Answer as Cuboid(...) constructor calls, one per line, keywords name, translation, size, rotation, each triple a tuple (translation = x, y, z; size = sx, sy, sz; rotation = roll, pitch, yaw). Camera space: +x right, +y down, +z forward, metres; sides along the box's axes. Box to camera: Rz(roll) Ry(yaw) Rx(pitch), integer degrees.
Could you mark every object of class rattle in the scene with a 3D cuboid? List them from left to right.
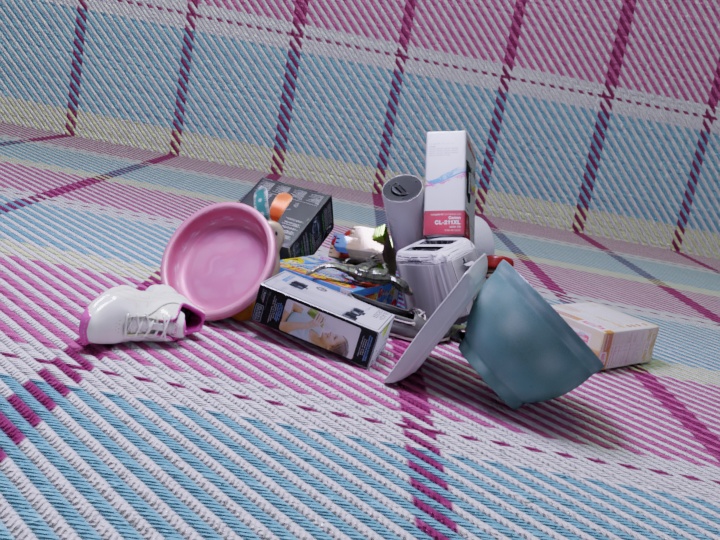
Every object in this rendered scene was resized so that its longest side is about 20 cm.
Cuboid(name="rattle", translation=(-0.172, -0.036, 1.322), size=(0.129, 0.201, 0.143), rotation=(37, 5, -3))

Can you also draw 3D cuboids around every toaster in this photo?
Cuboid(name="toaster", translation=(0.142, 0.016, 1.447), size=(0.112, 0.132, 0.198), rotation=(-22, 14, -31))

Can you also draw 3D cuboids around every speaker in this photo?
Cuboid(name="speaker", translation=(0.094, -0.084, 1.558), size=(0.079, 0.203, 0.082), rotation=(-8, 43, 7))

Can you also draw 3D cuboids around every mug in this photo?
Cuboid(name="mug", translation=(0.191, -0.049, 1.906), size=(0.172, 0.151, 0.198), rotation=(-7, -1, -36))

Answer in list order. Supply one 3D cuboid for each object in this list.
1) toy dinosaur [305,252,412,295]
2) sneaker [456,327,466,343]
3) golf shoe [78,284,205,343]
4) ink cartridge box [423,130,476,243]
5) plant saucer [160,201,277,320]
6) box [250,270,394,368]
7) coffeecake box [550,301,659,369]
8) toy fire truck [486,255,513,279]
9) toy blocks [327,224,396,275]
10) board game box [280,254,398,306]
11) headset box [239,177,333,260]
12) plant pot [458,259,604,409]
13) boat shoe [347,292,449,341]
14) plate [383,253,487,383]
Cuboid(name="toy dinosaur", translation=(0.000, 0.000, 1.434), size=(0.195, 0.048, 0.088), rotation=(9, 20, -6))
Cuboid(name="sneaker", translation=(0.212, 0.102, 1.363), size=(0.113, 0.078, 0.200), rotation=(6, 13, -9))
Cuboid(name="golf shoe", translation=(-0.291, 0.064, 1.089), size=(0.090, 0.077, 0.199), rotation=(20, 16, 23))
Cuboid(name="ink cartridge box", translation=(0.175, -0.152, 1.550), size=(0.081, 0.205, 0.146), rotation=(0, -9, 16))
Cuboid(name="plant saucer", translation=(-0.221, -0.010, 1.279), size=(0.197, 0.204, 0.051), rotation=(16, -20, 23))
Cuboid(name="box", translation=(-0.055, 0.072, 1.226), size=(0.196, 0.061, 0.117), rotation=(22, 14, 11))
Cuboid(name="coffeecake box", translation=(0.432, 0.118, 1.483), size=(0.197, 0.075, 0.152), rotation=(0, 16, -42))
Cuboid(name="toy fire truck", translation=(0.229, 0.036, 1.634), size=(0.195, 0.115, 0.168), rotation=(9, -10, 2))
Cuboid(name="toy blocks", translation=(-0.003, -0.034, 1.628), size=(0.134, 0.102, 0.201), rotation=(9, -22, 15))
Cuboid(name="board game box", translation=(-0.054, 0.028, 1.502), size=(0.197, 0.057, 0.195), rotation=(17, 13, 26))
Cuboid(name="headset box", translation=(-0.173, -0.082, 1.636), size=(0.171, 0.094, 0.201), rotation=(15, 44, 19))
Cuboid(name="plant pot", translation=(0.220, 0.104, 1.113), size=(0.201, 0.134, 0.200), rotation=(46, 6, -6))
Cuboid(name="boat shoe", translation=(0.063, 0.080, 1.362), size=(0.195, 0.058, 0.067), rotation=(9, 12, -10))
Cuboid(name="plate", translation=(0.121, 0.073, 1.174), size=(0.032, 0.201, 0.199), rotation=(38, 17, 7))
